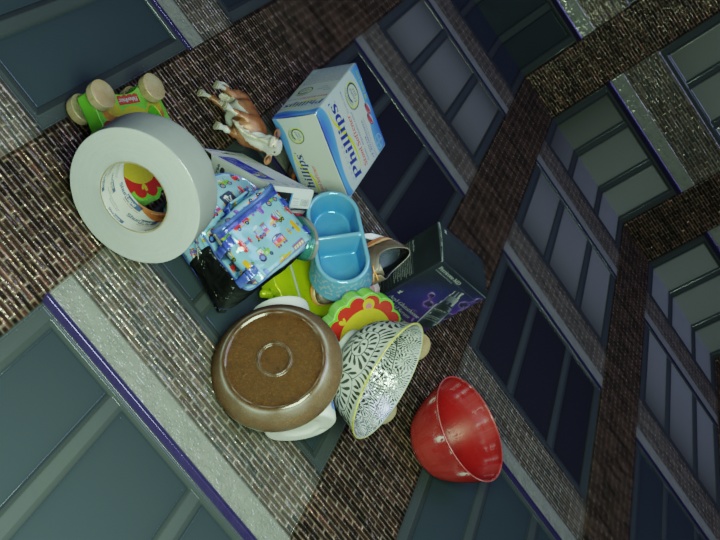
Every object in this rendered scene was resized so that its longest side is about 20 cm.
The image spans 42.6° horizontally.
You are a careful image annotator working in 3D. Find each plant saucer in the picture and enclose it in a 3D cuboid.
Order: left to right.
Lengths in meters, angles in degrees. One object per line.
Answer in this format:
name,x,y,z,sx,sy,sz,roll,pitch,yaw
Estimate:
plant saucer,-0.124,0.135,1.357,0.035,0.197,0.203,86,-8,-63

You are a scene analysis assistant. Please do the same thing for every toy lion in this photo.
toy lion,-0.353,-0.198,1.429,0.194,0.068,0.200,65,29,-4
toy lion,0.007,0.137,1.553,0.190,0.202,0.069,24,6,-30

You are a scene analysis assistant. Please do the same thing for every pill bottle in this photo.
pill bottle,-0.109,0.150,1.431,0.113,0.113,0.202,20,48,-47

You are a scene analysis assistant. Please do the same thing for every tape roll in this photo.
tape roll,-0.301,-0.114,1.287,0.201,0.199,0.066,51,31,-13

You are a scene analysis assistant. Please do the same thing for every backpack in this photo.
backpack,-0.199,-0.068,1.443,0.182,0.134,0.201,-37,90,-41

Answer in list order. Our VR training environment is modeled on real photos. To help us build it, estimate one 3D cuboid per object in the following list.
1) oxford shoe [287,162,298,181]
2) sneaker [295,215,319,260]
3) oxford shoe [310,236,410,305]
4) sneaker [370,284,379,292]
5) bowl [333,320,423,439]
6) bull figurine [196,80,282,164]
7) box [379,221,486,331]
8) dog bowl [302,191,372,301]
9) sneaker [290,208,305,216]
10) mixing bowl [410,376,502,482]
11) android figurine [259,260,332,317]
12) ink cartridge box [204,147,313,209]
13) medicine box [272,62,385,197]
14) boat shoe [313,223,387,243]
oxford shoe,-0.117,-0.250,1.835,0.072,0.072,0.201,20,45,1
sneaker,-0.148,-0.077,1.568,0.079,0.072,0.200,1,28,-41
oxford shoe,0.000,0.000,1.612,0.199,0.073,0.072,-35,114,-25
sneaker,0.005,0.074,1.704,0.104,0.075,0.202,8,53,-47
bowl,0.009,0.154,1.455,0.093,0.203,0.200,27,21,22
bull figurine,-0.214,-0.270,1.650,0.121,0.065,0.200,27,18,-42
box,0.124,0.022,1.804,0.147,0.199,0.105,36,37,-34
dog bowl,-0.040,-0.047,1.576,0.110,0.050,0.202,-8,62,-10
sneaker,-0.082,-0.094,1.717,0.199,0.080,0.075,19,47,-48
mixing bowl,0.162,0.309,1.704,0.200,0.108,0.202,37,37,-34
android figurine,-0.111,0.028,1.606,0.199,0.041,0.184,9,57,-54
ink cartridge box,-0.182,-0.159,1.591,0.199,0.040,0.099,31,20,37
medicine box,-0.055,-0.260,1.743,0.201,0.102,0.184,-60,137,-46
boat shoe,-0.033,-0.041,1.669,0.197,0.075,0.061,8,74,-25
